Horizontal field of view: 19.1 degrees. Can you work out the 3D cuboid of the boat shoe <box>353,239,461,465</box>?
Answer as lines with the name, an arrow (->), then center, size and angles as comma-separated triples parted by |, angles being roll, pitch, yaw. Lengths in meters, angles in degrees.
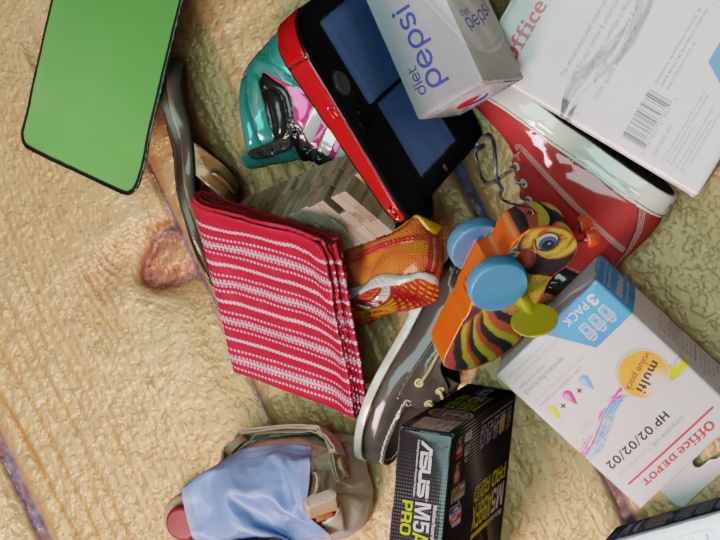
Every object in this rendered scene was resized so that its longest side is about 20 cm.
boat shoe -> 0.056, 0.076, 1.756 | 0.061, 0.072, 0.201 | 27, 102, 18

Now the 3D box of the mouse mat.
mouse mat -> -0.220, -0.178, 1.818 | 0.161, 0.008, 0.200 | 25, 107, 38

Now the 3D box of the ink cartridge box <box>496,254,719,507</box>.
ink cartridge box -> 0.220, 0.101, 1.682 | 0.200, 0.068, 0.115 | 42, 109, -6

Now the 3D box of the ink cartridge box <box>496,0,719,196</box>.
ink cartridge box -> 0.216, -0.173, 1.657 | 0.200, 0.084, 0.145 | 32, 107, 8

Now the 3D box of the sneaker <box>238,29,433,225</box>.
sneaker -> -0.035, -0.103, 1.758 | 0.121, 0.084, 0.200 | -30, 90, 23

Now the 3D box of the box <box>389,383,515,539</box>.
box -> 0.073, 0.185, 1.697 | 0.044, 0.200, 0.160 | 7, 98, 17

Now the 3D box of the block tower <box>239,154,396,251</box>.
block tower -> -0.038, -0.045, 1.724 | 0.058, 0.054, 0.200 | 41, 145, -21

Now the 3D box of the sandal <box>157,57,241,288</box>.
sandal -> -0.131, -0.084, 1.807 | 0.055, 0.082, 0.200 | -10, 87, -2

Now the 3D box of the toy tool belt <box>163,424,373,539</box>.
toy tool belt -> -0.094, 0.199, 1.795 | 0.200, 0.123, 0.125 | -16, 92, 20

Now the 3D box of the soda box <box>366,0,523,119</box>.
soda box -> 0.046, -0.219, 1.636 | 0.068, 0.063, 0.200 | -28, 80, 34

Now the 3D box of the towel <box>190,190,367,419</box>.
towel -> -0.066, 0.030, 1.748 | 0.145, 0.022, 0.200 | 19, 138, 31

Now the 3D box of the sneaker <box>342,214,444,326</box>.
sneaker -> 0.000, 0.000, 1.752 | 0.200, 0.073, 0.077 | -12, 62, 45

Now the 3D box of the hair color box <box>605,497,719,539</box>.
hair color box -> 0.305, 0.230, 1.698 | 0.200, 0.061, 0.100 | -18, 91, 20

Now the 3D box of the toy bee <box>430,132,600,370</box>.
toy bee -> 0.127, -0.005, 1.639 | 0.109, 0.200, 0.131 | 0, 59, -18

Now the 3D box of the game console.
game console -> 0.020, -0.144, 1.659 | 0.031, 0.200, 0.177 | -31, 98, 30

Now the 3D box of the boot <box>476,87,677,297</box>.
boot -> 0.133, -0.063, 1.715 | 0.200, 0.072, 0.144 | 39, 108, 7
